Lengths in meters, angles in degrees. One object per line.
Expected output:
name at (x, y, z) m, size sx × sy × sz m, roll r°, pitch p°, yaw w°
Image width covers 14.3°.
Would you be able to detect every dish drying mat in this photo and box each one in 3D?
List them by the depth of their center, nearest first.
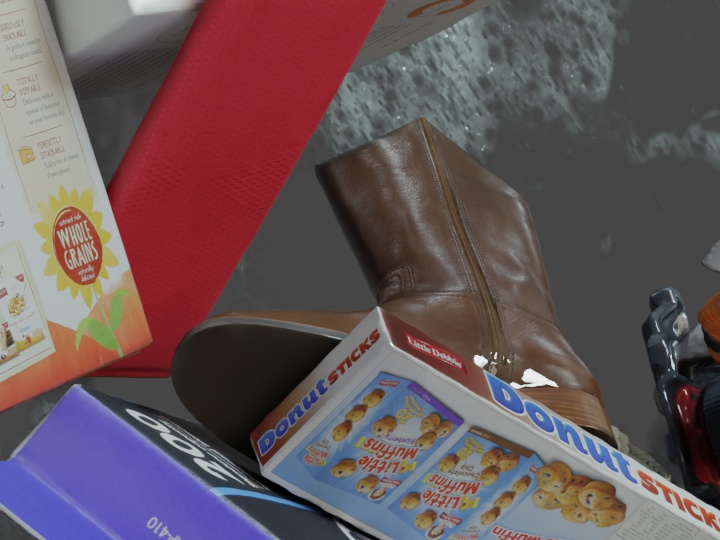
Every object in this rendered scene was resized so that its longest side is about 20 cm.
dish drying mat at (-0.057, -0.040, 1.059) m, size 0.077 × 0.200 × 0.018 m, roll 1°, pitch 39°, yaw -44°

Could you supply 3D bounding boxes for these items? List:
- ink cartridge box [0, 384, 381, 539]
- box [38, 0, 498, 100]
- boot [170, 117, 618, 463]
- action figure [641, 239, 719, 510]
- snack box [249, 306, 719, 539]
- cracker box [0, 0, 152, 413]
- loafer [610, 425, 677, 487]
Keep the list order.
ink cartridge box at (-0.021, 0.112, 0.997) m, size 0.044 × 0.198 × 0.200 m, roll -59°, pitch 153°, yaw 6°
box at (-0.052, -0.132, 1.110) m, size 0.199 × 0.124 × 0.098 m, roll -9°, pitch 82°, yaw -40°
boot at (0.000, 0.000, 1.124) m, size 0.186 × 0.064 × 0.200 m, roll 17°, pitch 32°, yaw -24°
action figure at (0.185, 0.086, 1.227) m, size 0.193 × 0.104 × 0.201 m, roll 37°, pitch 37°, yaw -75°
snack box at (0.056, 0.085, 1.058) m, size 0.200 × 0.072 × 0.024 m, roll 31°, pitch 25°, yaw -33°
cracker box at (-0.157, -0.047, 0.991) m, size 0.134 × 0.057 × 0.201 m, roll -24°, pitch 99°, yaw -56°
loafer at (0.064, 0.086, 1.189) m, size 0.199 × 0.063 × 0.072 m, roll 15°, pitch 70°, yaw -35°
